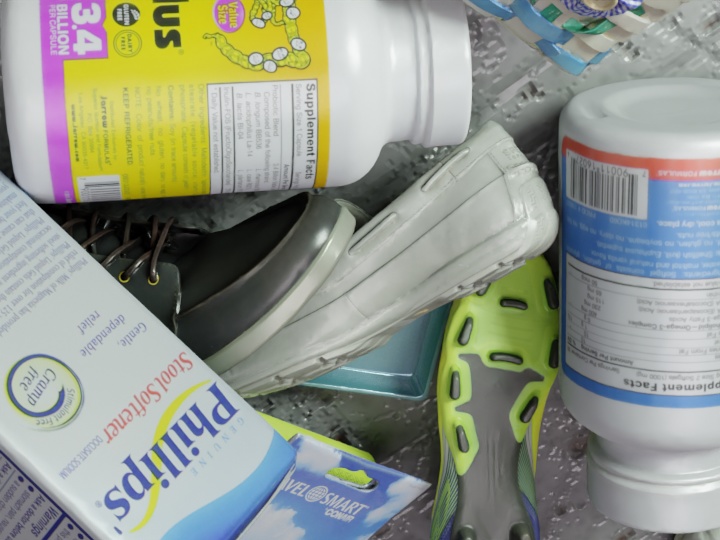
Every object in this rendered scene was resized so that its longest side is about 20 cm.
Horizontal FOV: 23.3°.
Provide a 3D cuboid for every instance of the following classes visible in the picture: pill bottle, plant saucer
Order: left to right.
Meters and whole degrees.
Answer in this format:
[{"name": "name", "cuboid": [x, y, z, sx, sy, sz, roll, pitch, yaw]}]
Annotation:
[{"name": "pill bottle", "cuboid": [-0.054, -0.087, 0.772, 0.198, 0.105, 0.105, -4, 120, -7]}, {"name": "plant saucer", "cuboid": [-0.055, 0.022, 0.884, 0.198, 0.019, 0.071, 7, 118, -13]}, {"name": "pill bottle", "cuboid": [0.150, 0.017, 0.841, 0.111, 0.112, 0.202, -5, 111, -6]}]

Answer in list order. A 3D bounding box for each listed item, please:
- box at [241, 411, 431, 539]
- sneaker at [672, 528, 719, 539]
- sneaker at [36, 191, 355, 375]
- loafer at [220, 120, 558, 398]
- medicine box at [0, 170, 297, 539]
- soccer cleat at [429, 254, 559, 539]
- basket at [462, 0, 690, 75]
[{"name": "box", "cuboid": [-0.072, 0.146, 0.909, 0.200, 0.048, 0.122, -44, 142, 17]}, {"name": "sneaker", "cuboid": [0.236, 0.226, 1.006, 0.077, 0.085, 0.201, -30, 119, 10]}, {"name": "sneaker", "cuboid": [-0.103, -0.001, 0.795, 0.199, 0.075, 0.106, -30, 110, 26]}, {"name": "loafer", "cuboid": [0.000, 0.000, 0.840, 0.199, 0.070, 0.070, -30, 80, 16]}, {"name": "medicine box", "cuboid": [-0.160, 0.085, 0.767, 0.200, 0.103, 0.182, 43, 134, 1]}, {"name": "soccer cleat", "cuboid": [0.064, 0.082, 0.910, 0.064, 0.084, 0.202, 1, 99, -10]}, {"name": "basket", "cuboid": [0.105, -0.190, 0.716, 0.175, 0.140, 0.200, 28, 122, -21]}]
